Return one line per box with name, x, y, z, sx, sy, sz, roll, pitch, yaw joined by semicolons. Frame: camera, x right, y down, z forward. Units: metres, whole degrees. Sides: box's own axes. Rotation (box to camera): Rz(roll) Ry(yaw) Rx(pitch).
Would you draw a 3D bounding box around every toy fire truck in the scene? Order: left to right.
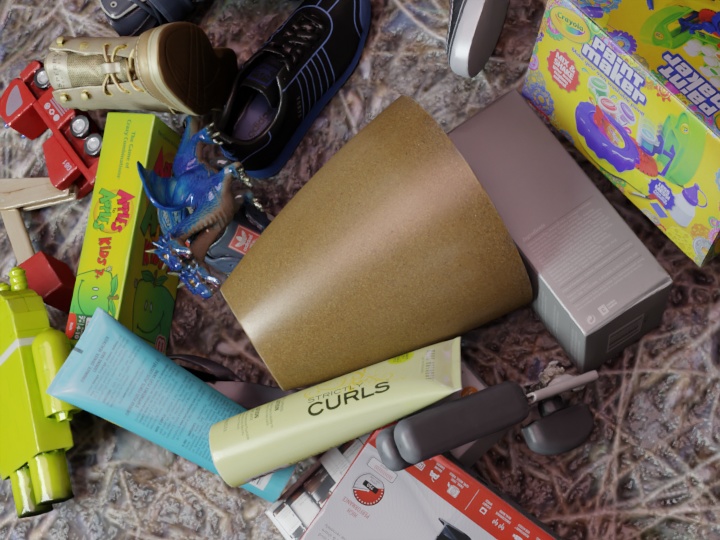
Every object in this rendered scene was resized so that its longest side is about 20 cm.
toy fire truck;-0.284;-0.079;1.258;0.141;0.049;0.200;-42;68;4

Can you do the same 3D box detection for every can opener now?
can opener;0.103;0.113;1.019;0.053;0.198;0.067;-36;70;52

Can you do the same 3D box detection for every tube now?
tube;-0.141;0.112;1.086;0.199;0.050;0.078;31;69;-5
tube;-0.016;0.102;1.021;0.198;0.052;0.059;-22;63;14

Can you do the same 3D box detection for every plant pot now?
plant pot;0.000;0.000;1.059;0.199;0.187;0.187;-34;69;-4

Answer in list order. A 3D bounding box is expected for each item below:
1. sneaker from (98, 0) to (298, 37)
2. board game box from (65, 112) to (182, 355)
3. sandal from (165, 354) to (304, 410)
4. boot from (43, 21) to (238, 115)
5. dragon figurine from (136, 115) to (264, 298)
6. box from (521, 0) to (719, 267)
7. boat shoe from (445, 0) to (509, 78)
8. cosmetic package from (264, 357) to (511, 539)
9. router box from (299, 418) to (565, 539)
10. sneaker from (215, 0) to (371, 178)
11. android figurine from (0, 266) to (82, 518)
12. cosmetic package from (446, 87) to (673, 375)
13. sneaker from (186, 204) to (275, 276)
sneaker;-0.144;-0.246;1.231;0.201;0.077;0.147;30;76;35
board game box;-0.193;-0.022;1.186;0.047;0.102;0.203;5;77;18
sandal;-0.119;0.098;1.152;0.197;0.076;0.043;5;74;8
boot;-0.198;-0.170;1.167;0.153;0.200;0.074;3;95;10
dragon figurine;-0.144;-0.064;1.116;0.099;0.059;0.201;-30;49;-7
box;0.262;-0.149;1.028;0.192;0.123;0.200;-32;66;-24
boat shoe;0.093;-0.260;1.176;0.067;0.072;0.202;10;77;17
cosmetic package;0.025;0.156;1.100;0.200;0.051;0.083;-45;69;2
router box;0.050;0.238;1.037;0.199;0.049;0.180;35;91;5
sneaker;-0.058;-0.176;1.197;0.070;0.078;0.202;26;85;21
android figurine;-0.280;0.100;1.156;0.041;0.182;0.202;-5;73;-30
cosmetic package;0.147;-0.030;1.077;0.090;0.107;0.201;-31;70;-4
sneaker;-0.078;-0.013;1.157;0.198;0.084;0.076;22;83;21
